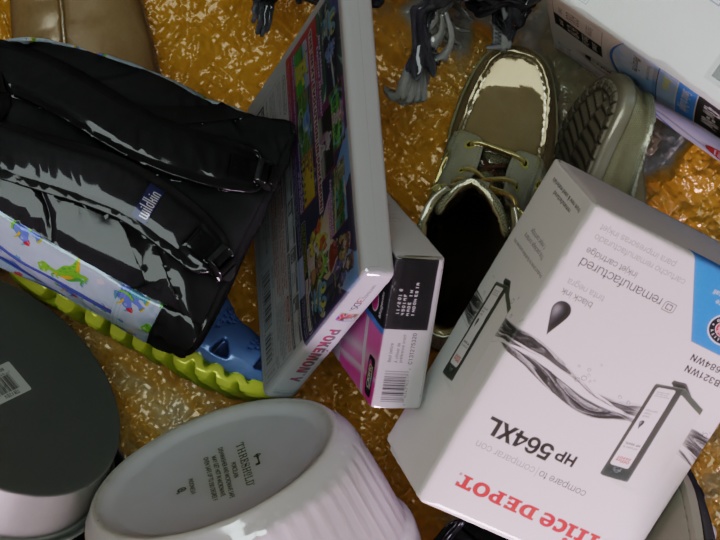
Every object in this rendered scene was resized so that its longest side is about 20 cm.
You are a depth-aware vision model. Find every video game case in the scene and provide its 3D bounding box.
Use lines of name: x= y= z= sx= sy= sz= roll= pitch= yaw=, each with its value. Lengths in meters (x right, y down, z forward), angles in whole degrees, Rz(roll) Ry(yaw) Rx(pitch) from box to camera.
video game case: x=-0.026 y=-0.050 z=1.655 sx=0.023 sy=0.182 sz=0.201 roll=5 pitch=64 yaw=-19

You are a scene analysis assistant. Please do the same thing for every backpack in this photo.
backpack: x=-0.165 y=-0.054 z=1.663 sx=0.199 sy=0.154 sz=0.164 roll=27 pitch=69 yaw=-12

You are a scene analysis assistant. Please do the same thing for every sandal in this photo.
sandal: x=-0.119 y=0.016 z=1.735 sx=0.199 sy=0.080 sz=0.087 roll=30 pitch=82 yaw=6

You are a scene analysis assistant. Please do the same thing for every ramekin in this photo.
ramekin: x=-0.072 y=0.156 z=1.643 sx=0.201 sy=0.202 sz=0.095 roll=-21 pitch=111 yaw=2

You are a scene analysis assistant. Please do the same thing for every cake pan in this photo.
cake pan: x=-0.228 y=0.077 z=1.677 sx=0.200 sy=0.200 sz=0.037 roll=47 pitch=124 yaw=8

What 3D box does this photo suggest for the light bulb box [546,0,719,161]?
light bulb box: x=0.228 y=-0.144 z=1.663 sx=0.200 sy=0.198 sz=0.125 roll=36 pitch=89 yaw=9

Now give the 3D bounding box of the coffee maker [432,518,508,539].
coffee maker: x=0.115 y=0.236 z=1.677 sx=0.200 sy=0.135 sz=0.192 roll=40 pitch=63 yaw=6

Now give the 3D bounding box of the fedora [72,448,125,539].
fedora: x=-0.227 y=0.165 z=1.715 sx=0.199 sy=0.092 sz=0.202 roll=0 pitch=83 yaw=4

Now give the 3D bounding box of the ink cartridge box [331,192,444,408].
ink cartridge box: x=0.000 y=0.000 z=1.657 sx=0.037 sy=0.200 sz=0.095 roll=3 pitch=110 yaw=-17

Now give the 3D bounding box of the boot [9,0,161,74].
boot: x=-0.218 y=-0.163 z=1.767 sx=0.174 sy=0.066 sz=0.201 roll=-7 pitch=83 yaw=3

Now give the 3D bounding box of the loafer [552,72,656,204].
loafer: x=0.151 y=-0.031 z=1.693 sx=0.068 sy=0.076 sz=0.201 roll=6 pitch=125 yaw=-13

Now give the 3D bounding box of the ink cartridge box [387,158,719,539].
ink cartridge box: x=0.130 y=0.061 z=1.594 sx=0.146 sy=0.084 sz=0.201 roll=25 pitch=104 yaw=-21

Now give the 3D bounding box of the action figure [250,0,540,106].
action figure: x=0.039 y=-0.167 z=1.720 sx=0.199 sy=0.119 sz=0.103 roll=10 pitch=119 yaw=25

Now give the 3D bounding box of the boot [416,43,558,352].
boot: x=0.076 y=-0.049 z=1.685 sx=0.072 sy=0.155 sz=0.201 roll=15 pitch=86 yaw=5

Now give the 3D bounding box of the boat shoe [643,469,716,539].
boat shoe: x=0.191 y=0.148 z=1.645 sx=0.062 sy=0.200 sz=0.073 roll=23 pitch=114 yaw=-20
